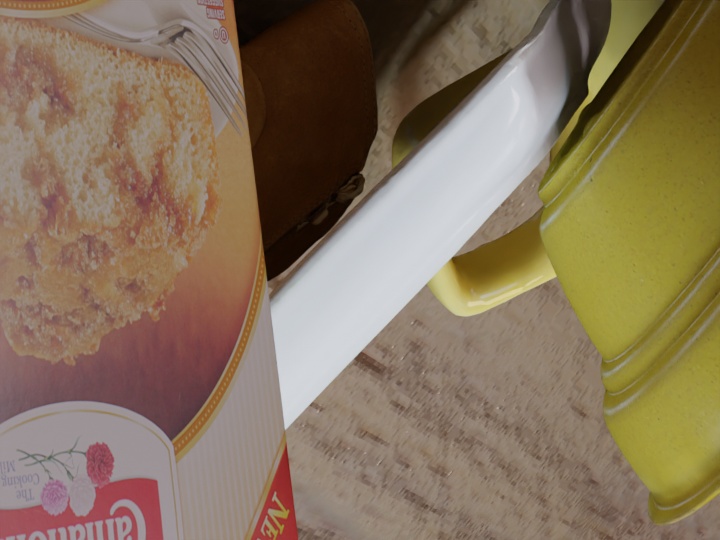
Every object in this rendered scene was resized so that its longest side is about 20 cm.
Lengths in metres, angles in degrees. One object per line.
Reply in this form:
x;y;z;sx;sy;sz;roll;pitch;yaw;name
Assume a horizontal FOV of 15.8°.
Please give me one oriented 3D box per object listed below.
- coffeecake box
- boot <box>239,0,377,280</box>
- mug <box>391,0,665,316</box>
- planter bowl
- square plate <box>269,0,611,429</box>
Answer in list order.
-0.092;-0.023;0.511;0.153;0.073;0.200;-3;86;-57;coffeecake box
-0.051;-0.039;0.705;0.144;0.071;0.201;-42;161;-28;boot
0.118;-0.056;0.864;0.187;0.149;0.153;-52;150;-24;mug
0.107;-0.035;0.717;0.200;0.083;0.200;-54;180;1;planter bowl
0.000;0.000;0.735;0.200;0.028;0.198;-46;180;17;square plate
